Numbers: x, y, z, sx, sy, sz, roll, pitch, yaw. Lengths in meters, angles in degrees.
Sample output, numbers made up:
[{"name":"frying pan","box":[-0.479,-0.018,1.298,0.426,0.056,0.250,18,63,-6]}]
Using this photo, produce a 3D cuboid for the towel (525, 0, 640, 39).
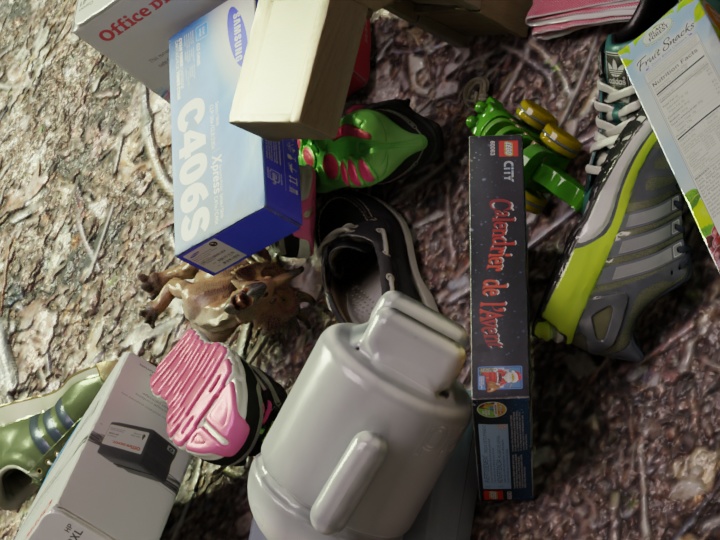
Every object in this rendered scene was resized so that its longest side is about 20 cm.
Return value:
[{"name":"towel","box":[0.205,-0.265,1.579,0.146,0.030,0.201,-3,61,47]}]

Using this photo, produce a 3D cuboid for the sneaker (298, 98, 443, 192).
[{"name":"sneaker","box":[0.005,-0.096,1.655,0.200,0.083,0.077,-155,62,-66]}]

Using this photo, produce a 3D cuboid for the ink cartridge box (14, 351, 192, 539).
[{"name":"ink cartridge box","box":[-0.195,0.179,1.580,0.145,0.083,0.200,-54,9,31]}]

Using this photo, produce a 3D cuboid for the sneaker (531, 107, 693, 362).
[{"name":"sneaker","box":[0.186,-0.032,1.391,0.201,0.081,0.074,-64,1,12]}]

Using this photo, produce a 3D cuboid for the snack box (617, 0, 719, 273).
[{"name":"snack box","box":[0.248,-0.045,1.266,0.068,0.168,0.201,-39,43,20]}]

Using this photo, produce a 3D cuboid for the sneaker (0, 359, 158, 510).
[{"name":"sneaker","box":[-0.235,0.142,1.757,0.199,0.067,0.091,-22,58,38]}]

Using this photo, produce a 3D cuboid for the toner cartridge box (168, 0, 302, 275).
[{"name":"toner cartridge box","box":[-0.096,-0.106,1.613,0.095,0.043,0.201,-27,53,32]}]

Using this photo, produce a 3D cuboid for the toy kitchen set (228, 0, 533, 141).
[{"name":"toy kitchen set","box":[-0.007,-0.165,1.610,0.163,0.199,0.182,4,77,48]}]

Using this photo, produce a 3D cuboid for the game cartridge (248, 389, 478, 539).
[{"name":"game cartridge","box":[-0.001,0.160,1.508,0.199,0.040,0.134,-15,59,42]}]

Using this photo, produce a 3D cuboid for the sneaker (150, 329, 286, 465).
[{"name":"sneaker","box":[-0.089,0.099,1.523,0.074,0.087,0.200,-56,17,0]}]

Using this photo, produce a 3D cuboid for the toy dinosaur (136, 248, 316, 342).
[{"name":"toy dinosaur","box":[-0.097,0.011,1.682,0.135,0.086,0.201,-34,30,16]}]

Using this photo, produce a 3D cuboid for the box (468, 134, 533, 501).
[{"name":"box","box":[0.093,0.031,1.415,0.037,0.137,0.201,-2,56,5]}]

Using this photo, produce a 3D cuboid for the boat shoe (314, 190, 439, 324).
[{"name":"boat shoe","box":[0.000,0.000,1.592,0.074,0.060,0.201,-46,38,22]}]

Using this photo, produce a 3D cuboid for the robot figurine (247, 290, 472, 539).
[{"name":"robot figurine","box":[-0.002,0.115,1.406,0.201,0.112,0.170,-61,-2,16]}]

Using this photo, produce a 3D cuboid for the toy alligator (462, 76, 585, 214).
[{"name":"toy alligator","box":[0.103,-0.099,1.548,0.060,0.054,0.200,-57,36,15]}]

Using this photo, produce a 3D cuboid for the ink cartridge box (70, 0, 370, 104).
[{"name":"ink cartridge box","box":[-0.109,-0.198,1.730,0.147,0.200,0.086,-27,41,33]}]

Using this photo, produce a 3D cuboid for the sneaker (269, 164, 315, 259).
[{"name":"sneaker","box":[-0.089,-0.055,1.666,0.200,0.087,0.074,-136,49,-68]}]

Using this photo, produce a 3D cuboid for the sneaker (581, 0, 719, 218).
[{"name":"sneaker","box":[0.185,-0.114,1.451,0.071,0.080,0.201,11,76,51]}]
